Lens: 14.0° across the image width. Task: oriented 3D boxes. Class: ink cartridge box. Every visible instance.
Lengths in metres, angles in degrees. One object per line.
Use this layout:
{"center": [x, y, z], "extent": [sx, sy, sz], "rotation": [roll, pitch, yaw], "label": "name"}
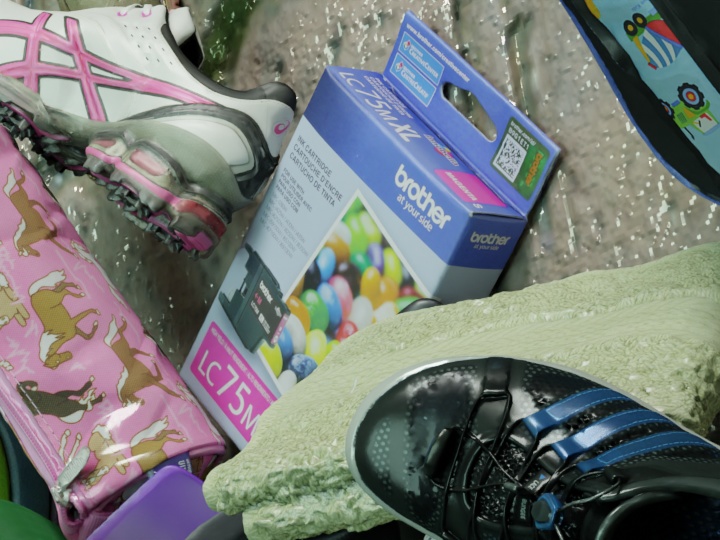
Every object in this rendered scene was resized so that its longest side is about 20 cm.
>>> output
{"center": [0.000, 0.000, 1.255], "extent": [0.119, 0.042, 0.200], "rotation": [48, 119, 40], "label": "ink cartridge box"}

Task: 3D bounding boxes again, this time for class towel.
{"center": [0.050, 0.044, 1.090], "extent": [0.200, 0.148, 0.037], "rotation": [-11, 111, 28], "label": "towel"}

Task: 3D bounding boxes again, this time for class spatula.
{"center": [-0.035, 0.077, 1.226], "extent": [0.200, 0.057, 0.021], "rotation": [-41, 16, 24], "label": "spatula"}

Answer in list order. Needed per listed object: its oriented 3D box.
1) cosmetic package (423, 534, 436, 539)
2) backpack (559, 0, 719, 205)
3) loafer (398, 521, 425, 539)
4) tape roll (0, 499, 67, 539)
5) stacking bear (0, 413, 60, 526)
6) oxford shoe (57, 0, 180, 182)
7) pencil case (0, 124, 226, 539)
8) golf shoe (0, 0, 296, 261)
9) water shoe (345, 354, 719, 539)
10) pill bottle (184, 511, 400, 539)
{"center": [0.120, 0.152, 1.015], "extent": [0.200, 0.074, 0.102], "rotation": [5, 88, 22], "label": "cosmetic package"}
{"center": [0.151, -0.128, 1.026], "extent": [0.183, 0.135, 0.200], "rotation": [-23, 101, 46], "label": "backpack"}
{"center": [-0.009, 0.117, 1.200], "extent": [0.200, 0.072, 0.063], "rotation": [-45, 32, 0], "label": "loafer"}
{"center": [-0.107, 0.185, 1.234], "extent": [0.048, 0.200, 0.200], "rotation": [-44, 52, 6], "label": "tape roll"}
{"center": [-0.215, 0.113, 1.363], "extent": [0.121, 0.200, 0.114], "rotation": [6, 91, 49], "label": "stacking bear"}
{"center": [-0.131, -0.141, 1.389], "extent": [0.071, 0.074, 0.200], "rotation": [-4, 83, 48], "label": "oxford shoe"}
{"center": [-0.143, 0.028, 1.305], "extent": [0.083, 0.087, 0.200], "rotation": [-34, 77, -2], "label": "pencil case"}
{"center": [-0.113, -0.085, 1.327], "extent": [0.200, 0.073, 0.092], "rotation": [33, 80, 29], "label": "golf shoe"}
{"center": [0.080, 0.074, 0.957], "extent": [0.200, 0.079, 0.072], "rotation": [17, 92, 21], "label": "water shoe"}
{"center": [0.001, 0.185, 1.122], "extent": [0.112, 0.112, 0.200], "rotation": [-2, 113, 48], "label": "pill bottle"}
